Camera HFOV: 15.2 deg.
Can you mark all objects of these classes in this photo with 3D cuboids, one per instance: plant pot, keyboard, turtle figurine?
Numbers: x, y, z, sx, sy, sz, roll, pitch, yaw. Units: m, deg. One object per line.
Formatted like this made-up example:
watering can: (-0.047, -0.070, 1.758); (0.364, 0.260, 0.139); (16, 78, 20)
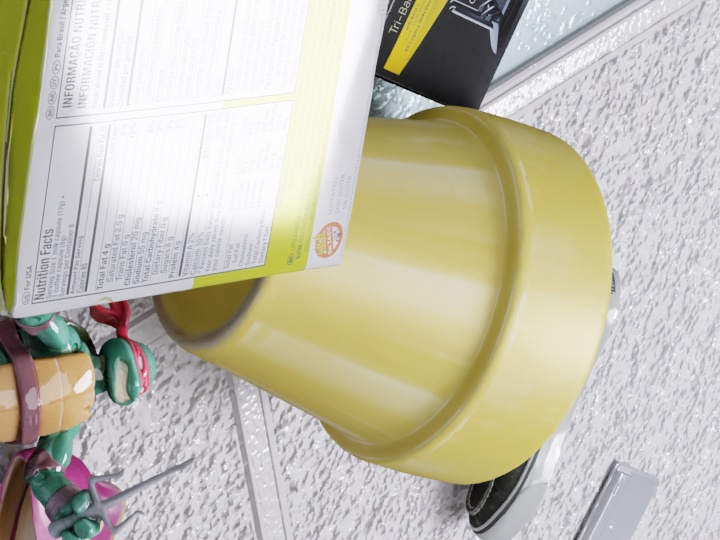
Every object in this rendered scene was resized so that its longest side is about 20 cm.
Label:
plant pot: (0.000, 0.000, 1.432); (0.188, 0.201, 0.201); (15, 101, -34)
keyboard: (0.145, 0.225, 1.843); (0.056, 0.011, 0.200); (23, 94, -55)
turtle figurine: (-0.166, 0.066, 1.354); (0.199, 0.101, 0.150); (-14, 101, -23)

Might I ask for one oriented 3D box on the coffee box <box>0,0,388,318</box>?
coffee box: (-0.125, -0.118, 1.213); (0.197, 0.199, 0.201); (-11, 120, -42)

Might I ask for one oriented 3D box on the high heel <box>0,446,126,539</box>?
high heel: (-0.188, 0.191, 1.420); (0.200, 0.067, 0.096); (-64, 150, -5)

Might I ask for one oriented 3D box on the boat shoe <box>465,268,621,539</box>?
boat shoe: (0.095, 0.077, 1.669); (0.063, 0.071, 0.200); (13, 113, -16)

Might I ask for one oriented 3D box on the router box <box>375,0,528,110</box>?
router box: (0.041, -0.199, 1.456); (0.157, 0.052, 0.200); (20, 97, -49)
